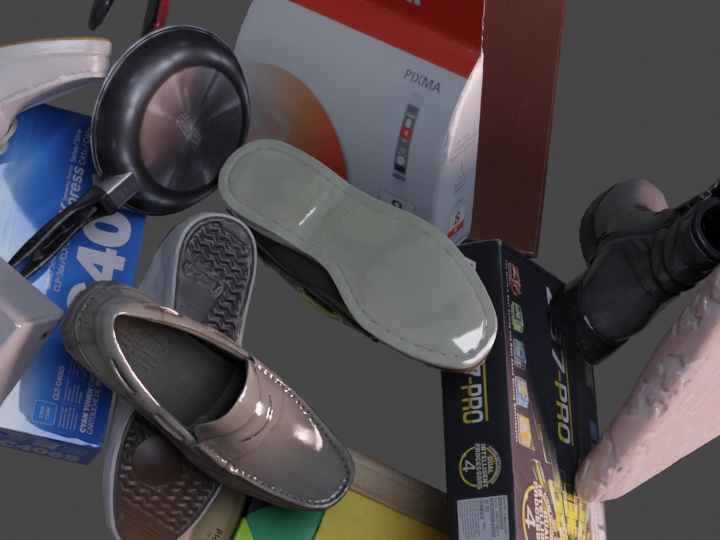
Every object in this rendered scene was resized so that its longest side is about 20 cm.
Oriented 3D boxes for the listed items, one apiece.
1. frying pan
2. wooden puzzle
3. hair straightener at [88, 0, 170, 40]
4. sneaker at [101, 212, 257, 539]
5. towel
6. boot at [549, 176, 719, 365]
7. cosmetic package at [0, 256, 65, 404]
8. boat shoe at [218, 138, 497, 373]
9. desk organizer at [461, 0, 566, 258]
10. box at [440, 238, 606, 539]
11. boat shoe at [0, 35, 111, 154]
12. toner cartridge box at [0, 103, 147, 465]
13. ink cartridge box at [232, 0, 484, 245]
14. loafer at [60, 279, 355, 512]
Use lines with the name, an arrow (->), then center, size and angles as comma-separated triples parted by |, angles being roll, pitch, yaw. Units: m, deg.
frying pan -> -0.135, -0.071, 1.333 | 0.190, 0.031, 0.115 | -28, 124, -33
wooden puzzle -> -0.019, 0.194, 1.371 | 0.199, 0.037, 0.186 | 28, 66, -11
hair straightener -> -0.141, -0.238, 1.454 | 0.077, 0.041, 0.201 | 19, 68, -15
sneaker -> -0.108, 0.066, 1.362 | 0.073, 0.085, 0.201 | 17, 85, -20
towel -> 0.224, 0.041, 1.396 | 0.032, 0.200, 0.191 | 41, 33, 20
boot -> 0.198, -0.024, 1.429 | 0.070, 0.132, 0.200 | 45, 30, -12
cosmetic package -> -0.274, 0.002, 1.271 | 0.200, 0.071, 0.102 | 39, 101, 9
boat shoe -> 0.002, -0.002, 1.341 | 0.201, 0.060, 0.072 | 37, 74, 25
desk organizer -> 0.075, -0.099, 1.477 | 0.077, 0.072, 0.201 | 15, 69, -18
box -> 0.098, 0.098, 1.387 | 0.049, 0.161, 0.201 | -9, 72, 21
boat shoe -> -0.232, -0.082, 1.335 | 0.199, 0.071, 0.070 | -17, 84, 7
toner cartridge box -> -0.182, 0.005, 1.364 | 0.095, 0.043, 0.201 | 13, 70, -14
ink cartridge box -> -0.005, -0.118, 1.352 | 0.162, 0.201, 0.050 | 27, 47, 28
loafer -> -0.079, 0.076, 1.288 | 0.200, 0.070, 0.070 | 34, 81, -24
